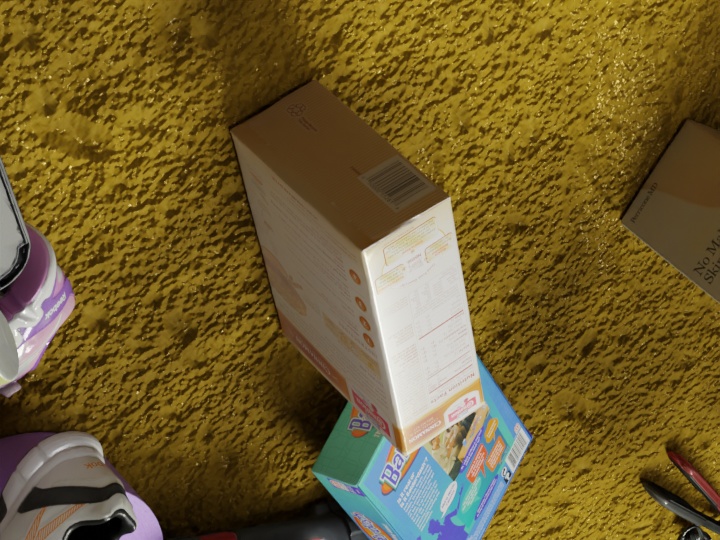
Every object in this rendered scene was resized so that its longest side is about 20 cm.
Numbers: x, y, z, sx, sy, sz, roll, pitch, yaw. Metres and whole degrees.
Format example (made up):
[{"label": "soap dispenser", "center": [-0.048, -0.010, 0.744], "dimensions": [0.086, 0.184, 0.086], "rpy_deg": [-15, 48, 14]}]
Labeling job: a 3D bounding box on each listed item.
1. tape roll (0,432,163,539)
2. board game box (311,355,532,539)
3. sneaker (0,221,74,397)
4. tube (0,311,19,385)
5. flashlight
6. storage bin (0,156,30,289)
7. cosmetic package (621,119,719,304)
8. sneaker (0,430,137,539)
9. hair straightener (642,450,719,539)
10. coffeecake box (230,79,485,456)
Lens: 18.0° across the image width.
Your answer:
[{"label": "tape roll", "center": [-0.233, 0.208, 1.528], "dimensions": [0.200, 0.066, 0.200], "rpy_deg": [-23, 134, -26]}, {"label": "board game box", "center": [0.050, 0.137, 1.704], "dimensions": [0.152, 0.045, 0.200], "rpy_deg": [-61, 145, -20]}, {"label": "sneaker", "center": [-0.246, 0.059, 1.390], "dimensions": [0.200, 0.080, 0.088], "rpy_deg": [-47, 160, 4]}, {"label": "tube", "center": [-0.298, 0.073, 1.326], "dimensions": [0.200, 0.052, 0.058], "rpy_deg": [-18, 100, 11]}, {"label": "flashlight", "center": [-0.067, 0.220, 1.687], "dimensions": [0.200, 0.068, 0.068], "rpy_deg": [-3, 122, -40]}, {"label": "storage bin", "center": [-0.299, -0.021, 1.255], "dimensions": [0.200, 0.094, 0.135], "rpy_deg": [-31, 138, -18]}, {"label": "cosmetic package", "center": [0.304, -0.019, 1.724], "dimensions": [0.071, 0.200, 0.105], "rpy_deg": [18, 108, -47]}, {"label": "sneaker", "center": [-0.214, 0.199, 1.426], "dimensions": [0.074, 0.080, 0.200], "rpy_deg": [18, 110, -50]}, {"label": "hair straightener", "center": [0.300, 0.230, 2.063], "dimensions": [0.077, 0.041, 0.200], "rpy_deg": [-48, 145, 0]}, {"label": "coffeecake box", "center": [0.000, 0.000, 1.498], "dimensions": [0.073, 0.154, 0.200], "rpy_deg": [-32, 139, -19]}]
